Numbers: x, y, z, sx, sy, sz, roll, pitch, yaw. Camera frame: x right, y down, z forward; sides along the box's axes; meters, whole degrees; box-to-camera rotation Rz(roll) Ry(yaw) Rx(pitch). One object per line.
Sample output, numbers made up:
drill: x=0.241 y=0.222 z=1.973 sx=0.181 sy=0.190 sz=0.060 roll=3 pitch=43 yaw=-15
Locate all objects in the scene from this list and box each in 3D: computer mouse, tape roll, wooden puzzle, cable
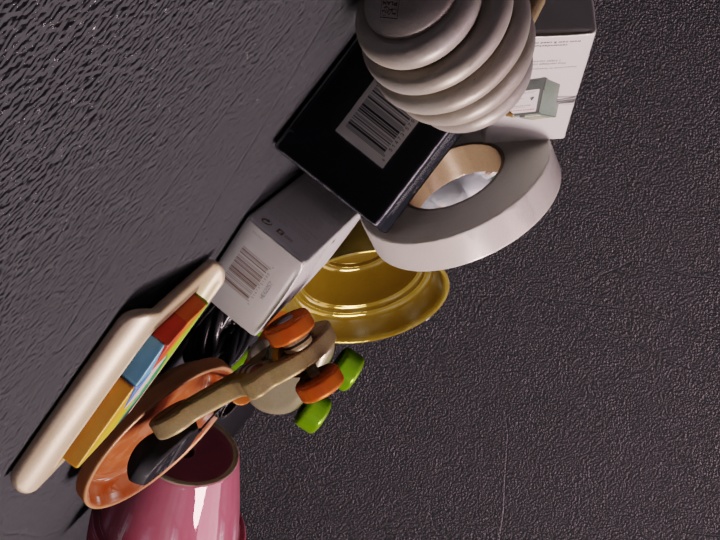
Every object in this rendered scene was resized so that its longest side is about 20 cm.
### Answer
computer mouse: x=-0.169 y=0.151 z=1.275 sx=0.200 sy=0.034 sz=0.059 roll=-38 pitch=166 yaw=-47
tape roll: x=0.096 y=-0.078 z=1.212 sx=0.201 sy=0.037 sz=0.204 roll=-20 pitch=-147 yaw=14
wooden puzzle: x=-0.188 y=0.086 z=1.027 sx=0.185 sy=0.037 sz=0.200 roll=-52 pitch=177 yaw=16
cable: x=-0.127 y=0.045 z=1.383 sx=0.163 sy=0.051 sz=0.200 roll=-54 pitch=176 yaw=40

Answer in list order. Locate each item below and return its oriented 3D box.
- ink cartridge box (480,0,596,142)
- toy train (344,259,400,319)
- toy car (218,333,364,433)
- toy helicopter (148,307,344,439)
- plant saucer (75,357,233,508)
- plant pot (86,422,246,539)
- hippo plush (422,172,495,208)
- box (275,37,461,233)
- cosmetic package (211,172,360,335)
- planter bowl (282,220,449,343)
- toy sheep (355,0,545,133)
ink cartridge box: x=0.148 y=-0.222 z=1.114 sx=0.200 sy=0.083 sz=0.147 roll=86 pitch=2 yaw=-71
toy train: x=0.005 y=-0.003 z=1.573 sx=0.087 sy=0.198 sz=0.115 roll=-82 pitch=-170 yaw=-83
toy car: x=-0.090 y=0.097 z=1.752 sx=0.158 sy=0.164 sz=0.200 roll=-53 pitch=-170 yaw=22
toy helicopter: x=-0.114 y=0.102 z=1.210 sx=0.199 sy=0.079 sz=0.132 roll=-29 pitch=-166 yaw=1
plant saucer: x=-0.213 y=0.163 z=1.290 sx=0.200 sy=0.032 sz=0.201 roll=-42 pitch=162 yaw=-16
plant pot: x=-0.229 y=0.286 z=1.550 sx=0.200 sy=0.199 sz=0.180 roll=-48 pitch=160 yaw=-55
hippo plush: x=0.063 y=-0.105 z=1.426 sx=0.200 sy=0.160 sz=0.160 roll=-50 pitch=177 yaw=-34
box: x=0.022 y=-0.123 z=1.074 sx=0.149 sy=0.107 sz=0.200 roll=-52 pitch=177 yaw=2
cosmetic package: x=-0.067 y=-0.028 z=1.217 sx=0.102 sy=0.074 sz=0.200 roll=-53 pitch=176 yaw=30
planter bowl: x=0.000 y=0.000 z=1.468 sx=0.201 sy=0.199 sz=0.084 roll=125 pitch=-37 yaw=-48
toy sheep: x=0.061 y=-0.173 z=0.890 sx=0.138 sy=0.138 sz=0.200 roll=-51 pitch=136 yaw=1
